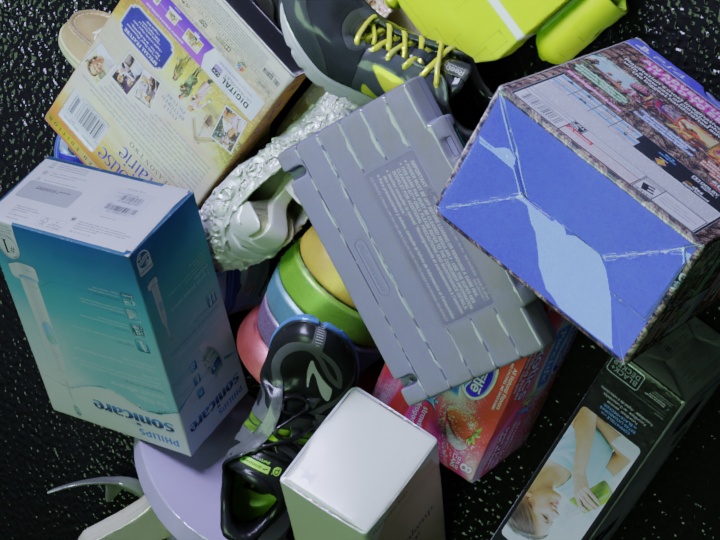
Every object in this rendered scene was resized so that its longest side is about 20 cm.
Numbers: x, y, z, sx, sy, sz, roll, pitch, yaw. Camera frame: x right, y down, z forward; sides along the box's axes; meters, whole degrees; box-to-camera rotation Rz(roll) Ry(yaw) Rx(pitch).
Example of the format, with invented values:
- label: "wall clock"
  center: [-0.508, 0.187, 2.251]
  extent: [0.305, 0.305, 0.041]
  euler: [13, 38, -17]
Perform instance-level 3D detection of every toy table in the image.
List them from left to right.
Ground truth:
- label: "toy table"
  center: [-0.126, 0.191, 1.468]
  extent: [0.183, 0.200, 0.118]
  euler: [13, 123, -12]

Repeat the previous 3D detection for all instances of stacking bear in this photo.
- label: "stacking bear"
  center: [0.000, 0.000, 1.361]
  extent: [0.121, 0.114, 0.200]
  euler: [43, 118, 18]

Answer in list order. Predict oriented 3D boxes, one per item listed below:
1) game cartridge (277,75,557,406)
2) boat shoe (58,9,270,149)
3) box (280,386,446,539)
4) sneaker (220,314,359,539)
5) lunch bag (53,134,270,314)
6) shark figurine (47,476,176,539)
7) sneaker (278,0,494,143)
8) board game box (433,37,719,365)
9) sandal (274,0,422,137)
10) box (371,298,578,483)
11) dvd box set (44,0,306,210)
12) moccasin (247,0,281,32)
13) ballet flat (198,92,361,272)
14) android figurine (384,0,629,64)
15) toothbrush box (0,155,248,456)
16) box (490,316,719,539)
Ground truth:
- label: "game cartridge"
  center: [0.040, -0.019, 1.248]
  extent: [0.129, 0.038, 0.201]
  euler: [-26, 94, 32]
- label: "boat shoe"
  center: [-0.151, -0.162, 1.420]
  extent: [0.200, 0.073, 0.063]
  euler: [33, 133, 26]
- label: "box"
  center: [0.006, 0.182, 1.356]
  extent: [0.078, 0.095, 0.200]
  euler: [31, 157, 21]
- label: "sneaker"
  center: [-0.054, 0.119, 1.320]
  extent: [0.070, 0.083, 0.200]
  euler: [21, 120, -3]
- label: "lunch bag"
  center: [-0.164, -0.050, 1.473]
  extent: [0.199, 0.075, 0.161]
  euler: [12, 108, 29]
- label: "shark figurine"
  center: [-0.161, 0.240, 1.549]
  extent: [0.128, 0.089, 0.215]
  euler: [-42, 82, 33]
- label: "sneaker"
  center: [0.033, -0.142, 1.260]
  extent: [0.200, 0.075, 0.084]
  euler: [40, 146, -19]
- label: "board game box"
  center: [0.172, -0.051, 1.171]
  extent: [0.159, 0.200, 0.097]
  euler: [40, 123, 18]
- label: "sandal"
  center: [-0.014, -0.145, 1.346]
  extent: [0.078, 0.070, 0.212]
  euler: [44, 123, 15]
- label: "box"
  center: [0.096, 0.036, 1.312]
  extent: [0.099, 0.095, 0.201]
  euler: [33, 120, 21]
- label: "dvd box set"
  center: [-0.139, -0.131, 1.362]
  extent: [0.146, 0.029, 0.200]
  euler: [47, 126, 10]
- label: "moccasin"
  center: [-0.079, -0.214, 1.369]
  extent: [0.201, 0.078, 0.074]
  euler: [-4, 118, 50]
- label: "ballet flat"
  center: [-0.054, -0.058, 1.336]
  extent: [0.200, 0.072, 0.072]
  euler: [-45, 78, 25]
- label: "android figurine"
  center: [0.100, -0.225, 1.257]
  extent: [0.200, 0.041, 0.182]
  euler: [-41, 85, 29]
- label: "toothbrush box"
  center: [-0.183, 0.028, 1.395]
  extent: [0.146, 0.085, 0.201]
  euler: [14, 133, 31]
- label: "box"
  center: [0.173, 0.128, 1.277]
  extent: [0.060, 0.117, 0.200]
  euler: [38, 120, 15]
